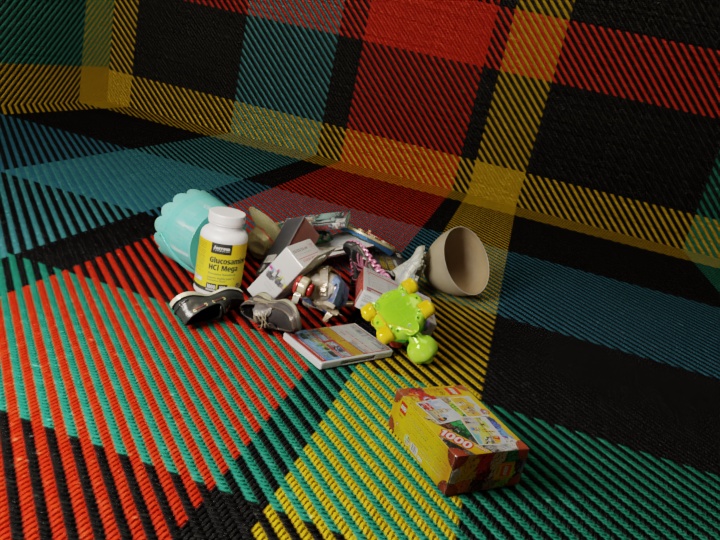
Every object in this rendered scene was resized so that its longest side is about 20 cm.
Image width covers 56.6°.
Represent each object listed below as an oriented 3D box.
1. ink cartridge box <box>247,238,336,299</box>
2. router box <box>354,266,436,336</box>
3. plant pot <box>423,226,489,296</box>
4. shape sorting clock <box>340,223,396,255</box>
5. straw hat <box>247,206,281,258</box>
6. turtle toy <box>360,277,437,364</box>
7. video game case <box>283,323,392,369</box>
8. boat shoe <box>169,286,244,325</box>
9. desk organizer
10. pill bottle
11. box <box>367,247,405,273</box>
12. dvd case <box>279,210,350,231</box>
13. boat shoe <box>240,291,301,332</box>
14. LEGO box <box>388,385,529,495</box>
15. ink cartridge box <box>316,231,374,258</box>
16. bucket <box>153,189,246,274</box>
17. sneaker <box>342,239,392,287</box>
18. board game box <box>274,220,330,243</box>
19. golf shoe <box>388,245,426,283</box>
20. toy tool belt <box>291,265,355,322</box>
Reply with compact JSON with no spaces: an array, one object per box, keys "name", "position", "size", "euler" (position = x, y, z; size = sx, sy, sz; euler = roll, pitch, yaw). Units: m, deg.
[{"name":"ink cartridge box","position":[-0.161,-0.005,1.574],"size":[0.068,0.200,0.115],"euler":[50,26,6]},{"name":"router box","position":[0.085,0.079,1.655],"size":[0.199,0.049,0.180],"euler":[26,17,-7]},{"name":"plant pot","position":[0.260,-0.015,1.948],"size":[0.200,0.201,0.134],"euler":[-6,-8,-43]},{"name":"shape sorting clock","position":[0.020,-0.104,2.012],"size":[0.199,0.039,0.200],"euler":[29,-2,1]},{"name":"straw hat","position":[-0.278,-0.079,1.887],"size":[0.085,0.201,0.201],"euler":[-42,44,-17]},{"name":"turtle toy","position":[0.100,0.122,1.495],"size":[0.145,0.101,0.200],"euler":[-31,52,-5]},{"name":"video game case","position":[-0.048,0.161,1.453],"size":[0.199,0.018,0.143],"euler":[-4,24,-40]},{"name":"boat shoe","position":[-0.321,0.080,1.449],"size":[0.063,0.074,0.201],"euler":[51,25,17]},{"name":"desk organizer","position":[-0.189,-0.043,1.764],"size":[0.072,0.077,0.200],"euler":[-7,45,40]},{"name":"pill bottle","position":[-0.327,-0.043,1.579],"size":[0.112,0.201,0.113],"euler":[11,19,-4]},{"name":"box","position":[0.055,-0.014,1.983],"size":[0.158,0.049,0.200],"euler":[10,18,-9]},{"name":"dvd case","position":[-0.133,-0.139,1.951],"size":[0.199,0.022,0.146],"euler":[-8,17,6]},{"name":"boat shoe","position":[-0.197,0.101,1.450],"size":[0.073,0.075,0.200],"euler":[-23,19,-31]},{"name":"LEGO box","position":[0.161,0.282,1.140],"size":[0.148,0.078,0.200],"euler":[2,21,-28]},{"name":"ink cartridge box","position":[-0.086,-0.057,1.938],"size":[0.199,0.044,0.173],"euler":[-15,24,-30]},{"name":"bucket","position":[-0.398,-0.091,1.689],"size":[0.135,0.208,0.207],"euler":[28,24,34]},{"name":"sneaker","position":[0.000,0.000,1.800],"size":[0.095,0.079,0.200],"euler":[-34,60,-12]},{"name":"board game box","position":[-0.200,-0.112,1.991],"size":[0.134,0.029,0.200],"euler":[-13,22,-33]},{"name":"golf shoe","position":[0.128,-0.002,1.860],"size":[0.097,0.079,0.200],"euler":[10,45,15]},{"name":"toy tool belt","position":[-0.075,0.056,1.567],"size":[0.122,0.125,0.200],"euler":[22,0,11]}]
